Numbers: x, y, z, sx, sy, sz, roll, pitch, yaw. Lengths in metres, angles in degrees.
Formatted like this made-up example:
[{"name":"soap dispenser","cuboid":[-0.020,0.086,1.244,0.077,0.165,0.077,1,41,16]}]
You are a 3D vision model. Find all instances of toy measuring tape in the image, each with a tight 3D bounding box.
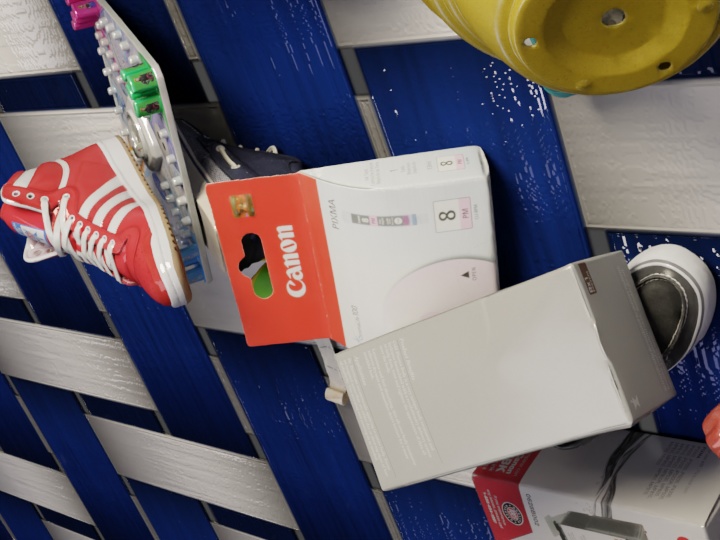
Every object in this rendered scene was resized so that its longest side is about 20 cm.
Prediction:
[{"name":"toy measuring tape","cuboid":[-0.057,0.056,0.985,0.074,0.074,0.200,13,132,36]}]

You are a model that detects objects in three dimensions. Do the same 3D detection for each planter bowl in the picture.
[{"name":"planter bowl","cuboid":[0.112,-0.141,0.508,0.200,0.084,0.200,1,146,1]}]

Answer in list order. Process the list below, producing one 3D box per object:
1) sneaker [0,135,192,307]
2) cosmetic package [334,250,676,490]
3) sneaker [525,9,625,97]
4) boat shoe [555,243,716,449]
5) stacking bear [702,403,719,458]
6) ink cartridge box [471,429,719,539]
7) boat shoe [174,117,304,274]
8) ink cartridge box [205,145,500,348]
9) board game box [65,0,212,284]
[{"name":"sneaker","cuboid":[-0.206,-0.025,0.844,0.200,0.112,0.071,52,156,45]},{"name":"cosmetic package","cuboid":[0.092,0.069,0.735,0.200,0.090,0.107,-21,85,34]},{"name":"sneaker","cuboid":[0.073,-0.179,0.647,0.200,0.078,0.080,47,152,-1]},{"name":"boat shoe","cuboid":[0.176,0.063,0.770,0.070,0.066,0.200,39,142,9]},{"name":"stacking bear","cuboid":[0.301,0.046,0.604,0.121,0.114,0.200,45,134,25]},{"name":"ink cartridge box","cuboid":[0.204,0.203,0.857,0.200,0.083,0.147,3,125,43]},{"name":"boat shoe","cuboid":[-0.104,-0.077,0.919,0.200,0.093,0.075,54,159,41]},{"name":"ink cartridge box","cuboid":[0.000,0.000,0.814,0.200,0.057,0.163,-10,126,1]},{"name":"board game box","cuboid":[-0.186,-0.112,0.918,0.200,0.026,0.200,49,155,47]}]
